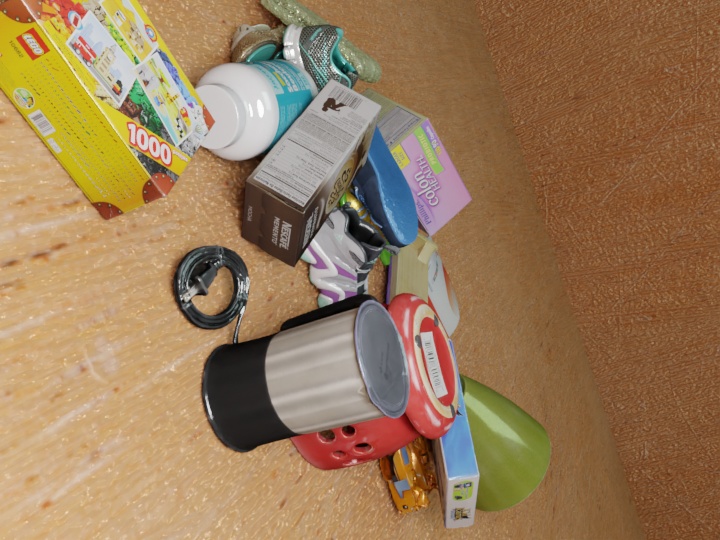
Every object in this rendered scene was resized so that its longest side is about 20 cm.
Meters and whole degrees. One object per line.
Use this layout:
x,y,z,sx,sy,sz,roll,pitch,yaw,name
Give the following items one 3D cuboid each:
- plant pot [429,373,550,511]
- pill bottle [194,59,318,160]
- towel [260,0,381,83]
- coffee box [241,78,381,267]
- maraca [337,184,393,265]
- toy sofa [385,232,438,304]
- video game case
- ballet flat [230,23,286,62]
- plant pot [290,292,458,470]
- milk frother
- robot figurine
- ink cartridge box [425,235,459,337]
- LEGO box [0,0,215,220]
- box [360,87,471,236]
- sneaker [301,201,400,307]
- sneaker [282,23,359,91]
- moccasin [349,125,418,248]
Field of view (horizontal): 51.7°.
0.188,0.267,1.245,0.200,0.186,0.188,47,33,-28,plant pot
-0.132,-0.196,0.901,0.112,0.110,0.200,68,23,-10,pill bottle
-0.058,-0.358,1.130,0.200,0.037,0.148,41,17,5,towel
-0.060,-0.121,0.910,0.201,0.079,0.113,-58,173,-33,coffee box
0.013,-0.088,1.159,0.200,0.106,0.139,43,46,-55,maraca
0.072,0.032,1.261,0.082,0.097,0.202,30,44,-26,toy sofa
0.124,0.229,1.040,0.182,0.045,0.202,84,-1,-53,video game case
-0.143,-0.310,1.036,0.065,0.071,0.200,42,24,0,ballet flat
0.017,0.133,0.929,0.201,0.181,0.202,50,31,-46,plant pot
-0.073,0.063,0.760,0.200,0.186,0.182,52,30,-38,milk frother
0.059,0.242,1.094,0.145,0.058,0.203,-12,85,-71,robot figurine
0.145,0.057,1.379,0.201,0.050,0.163,-96,162,-51,ink cartridge box
-0.239,-0.174,0.689,0.201,0.076,0.150,58,27,-30,LEGO box
0.063,-0.182,1.224,0.176,0.096,0.200,53,-6,-37,box
0.000,0.000,1.020,0.201,0.139,0.078,61,33,-22,sneaker
-0.042,-0.254,1.054,0.078,0.090,0.202,-76,153,-50,sneaker
0.020,-0.124,1.049,0.080,0.068,0.202,-14,82,-48,moccasin
